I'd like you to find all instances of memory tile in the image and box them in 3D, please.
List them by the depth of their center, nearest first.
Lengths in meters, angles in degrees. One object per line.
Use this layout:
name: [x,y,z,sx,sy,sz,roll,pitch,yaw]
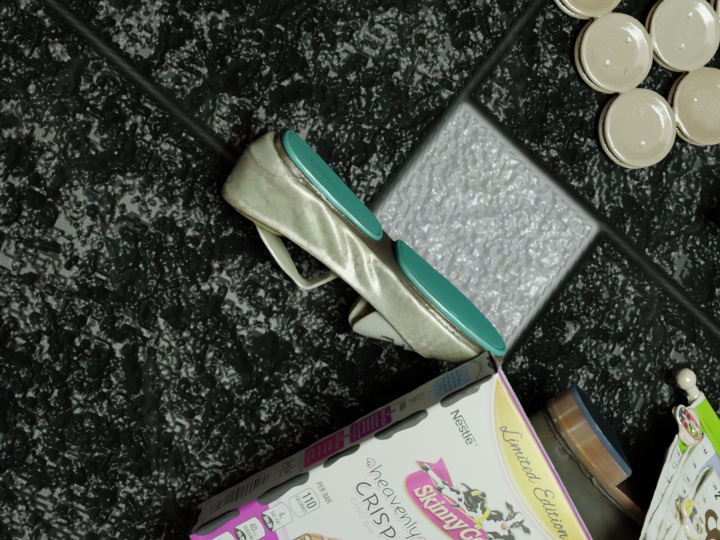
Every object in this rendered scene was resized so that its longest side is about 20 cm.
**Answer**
memory tile: [0.195,-0.175,1.115,0.153,0.017,0.201,-20,97,-16]

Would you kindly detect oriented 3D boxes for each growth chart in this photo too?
growth chart: [0.213,0.175,1.066,0.145,0.018,0.200,52,38,-23]

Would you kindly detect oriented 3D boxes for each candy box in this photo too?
candy box: [0.021,0.155,1.014,0.200,0.061,0.137,-29,99,4]

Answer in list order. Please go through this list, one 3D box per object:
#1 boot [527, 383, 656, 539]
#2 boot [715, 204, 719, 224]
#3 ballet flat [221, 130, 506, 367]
boot: [0.144,0.169,1.091,0.097,0.075,0.200,-32,108,9]
boot: [0.343,-0.018,1.130,0.200,0.076,0.168,-31,96,-20]
ballet flat: [0.000,0.000,1.044,0.062,0.067,0.200,-43,100,16]
